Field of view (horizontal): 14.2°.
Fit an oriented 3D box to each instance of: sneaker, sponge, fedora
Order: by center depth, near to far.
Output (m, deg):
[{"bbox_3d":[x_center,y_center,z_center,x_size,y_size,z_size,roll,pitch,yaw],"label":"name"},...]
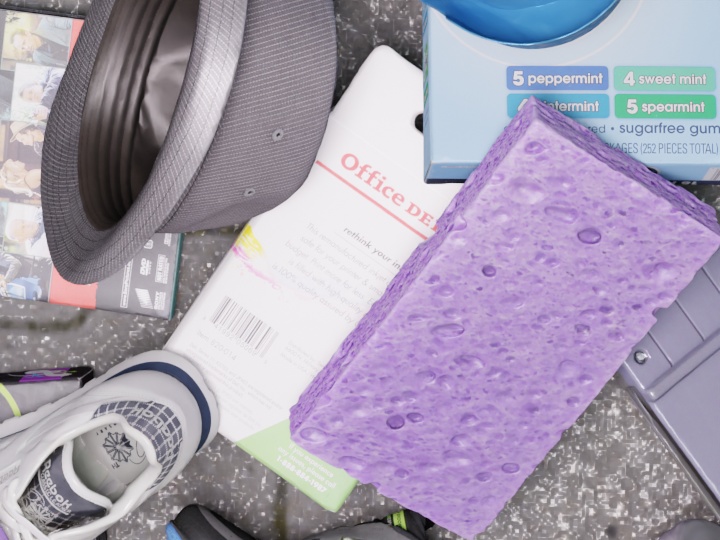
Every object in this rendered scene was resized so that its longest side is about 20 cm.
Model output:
[{"bbox_3d":[0.065,0.026,1.340,0.111,0.030,0.200,29,114,-21],"label":"sponge"},{"bbox_3d":[-0.070,-0.082,1.351,0.090,0.177,0.201,13,123,-24],"label":"fedora"},{"bbox_3d":[-0.159,0.111,1.383,0.200,0.081,0.076,-38,99,22],"label":"sneaker"},{"bbox_3d":[0.001,0.149,1.430,0.198,0.071,0.083,16,95,-4],"label":"sneaker"}]

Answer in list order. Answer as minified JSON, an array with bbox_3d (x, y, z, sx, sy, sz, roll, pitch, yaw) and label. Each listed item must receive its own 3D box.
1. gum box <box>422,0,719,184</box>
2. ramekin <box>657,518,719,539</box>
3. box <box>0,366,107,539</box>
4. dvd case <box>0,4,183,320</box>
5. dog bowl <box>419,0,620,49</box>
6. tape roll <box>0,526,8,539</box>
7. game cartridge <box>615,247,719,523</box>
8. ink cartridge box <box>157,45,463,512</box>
[{"bbox_3d":[0.113,-0.142,1.357,0.169,0.045,0.201,1,78,-3],"label":"gum box"},{"bbox_3d":[0.173,0.226,1.365,0.094,0.202,0.203,-36,93,18],"label":"ramekin"},{"bbox_3d":[-0.228,0.128,1.458,0.199,0.036,0.144,-5,96,7],"label":"box"},{"bbox_3d":[-0.182,-0.060,1.440,0.199,0.022,0.147,7,97,3],"label":"dvd case"},{"bbox_3d":[0.040,-0.172,1.311,0.199,0.050,0.112,30,87,15],"label":"dog bowl"},{"bbox_3d":[-0.264,0.146,1.357,0.199,0.066,0.201,9,138,8],"label":"tape roll"},{"bbox_3d":[0.219,0.076,1.398,0.129,0.038,0.200,-37,93,-12],"label":"game cartridge"},{"bbox_3d":[0.000,0.000,1.409,0.117,0.067,0.200,35,99,1],"label":"ink cartridge box"}]
